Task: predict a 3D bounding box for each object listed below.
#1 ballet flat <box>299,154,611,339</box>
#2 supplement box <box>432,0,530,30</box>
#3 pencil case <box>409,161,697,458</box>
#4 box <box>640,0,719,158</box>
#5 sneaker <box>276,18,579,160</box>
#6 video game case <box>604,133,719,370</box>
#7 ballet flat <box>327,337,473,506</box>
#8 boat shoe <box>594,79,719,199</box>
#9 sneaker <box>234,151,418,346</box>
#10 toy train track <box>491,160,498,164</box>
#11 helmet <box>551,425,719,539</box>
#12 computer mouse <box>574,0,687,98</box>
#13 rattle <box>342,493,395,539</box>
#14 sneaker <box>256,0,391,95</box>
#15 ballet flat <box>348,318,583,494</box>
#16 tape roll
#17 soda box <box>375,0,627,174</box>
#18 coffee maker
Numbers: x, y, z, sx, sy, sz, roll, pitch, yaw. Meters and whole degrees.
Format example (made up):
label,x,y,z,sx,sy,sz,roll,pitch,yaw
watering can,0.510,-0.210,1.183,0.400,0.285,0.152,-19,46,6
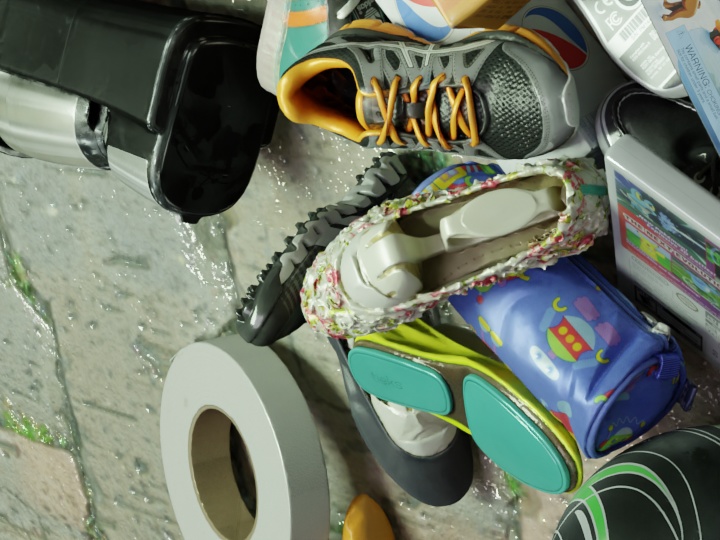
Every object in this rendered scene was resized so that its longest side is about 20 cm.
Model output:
label,x,y,z,sx,sy,sz,roll,pitch,yaw
ballet flat,0.045,-0.018,1.127,0.200,0.064,0.076,-24,77,17
supplement box,0.114,-0.209,1.049,0.200,0.069,0.067,-39,81,27
pencil case,0.106,0.018,1.171,0.087,0.078,0.200,-52,60,17
box,0.211,-0.143,0.985,0.136,0.038,0.200,-25,103,18
sneaker,0.037,-0.096,1.138,0.200,0.077,0.078,9,116,42
video game case,0.217,0.027,1.081,0.200,0.023,0.182,40,168,23
ballet flat,0.021,0.067,1.337,0.073,0.073,0.200,-27,88,49
boat shoe,0.208,-0.039,1.076,0.200,0.070,0.066,46,173,15
sneaker,0.000,0.000,1.244,0.090,0.200,0.066,40,130,4
toy train track,0.124,0.002,1.234,0.115,0.032,0.200,-20,89,52
helmet,0.196,0.183,1.134,0.191,0.200,0.200,-95,5,-57
computer mouse,0.136,-0.179,1.112,0.200,0.044,0.110,53,126,14
rattle,-0.039,0.274,1.481,0.143,0.130,0.200,56,143,2
sneaker,-0.013,-0.181,1.251,0.080,0.071,0.200,32,137,27
ballet flat,0.077,0.071,1.232,0.200,0.067,0.067,25,136,43
tape roll,-0.088,0.147,1.485,0.203,0.037,0.203,26,121,54
soda box,0.077,-0.140,1.179,0.200,0.064,0.068,54,139,10
coffee maker,-0.162,-0.148,1.368,0.200,0.135,0.192,18,122,39
